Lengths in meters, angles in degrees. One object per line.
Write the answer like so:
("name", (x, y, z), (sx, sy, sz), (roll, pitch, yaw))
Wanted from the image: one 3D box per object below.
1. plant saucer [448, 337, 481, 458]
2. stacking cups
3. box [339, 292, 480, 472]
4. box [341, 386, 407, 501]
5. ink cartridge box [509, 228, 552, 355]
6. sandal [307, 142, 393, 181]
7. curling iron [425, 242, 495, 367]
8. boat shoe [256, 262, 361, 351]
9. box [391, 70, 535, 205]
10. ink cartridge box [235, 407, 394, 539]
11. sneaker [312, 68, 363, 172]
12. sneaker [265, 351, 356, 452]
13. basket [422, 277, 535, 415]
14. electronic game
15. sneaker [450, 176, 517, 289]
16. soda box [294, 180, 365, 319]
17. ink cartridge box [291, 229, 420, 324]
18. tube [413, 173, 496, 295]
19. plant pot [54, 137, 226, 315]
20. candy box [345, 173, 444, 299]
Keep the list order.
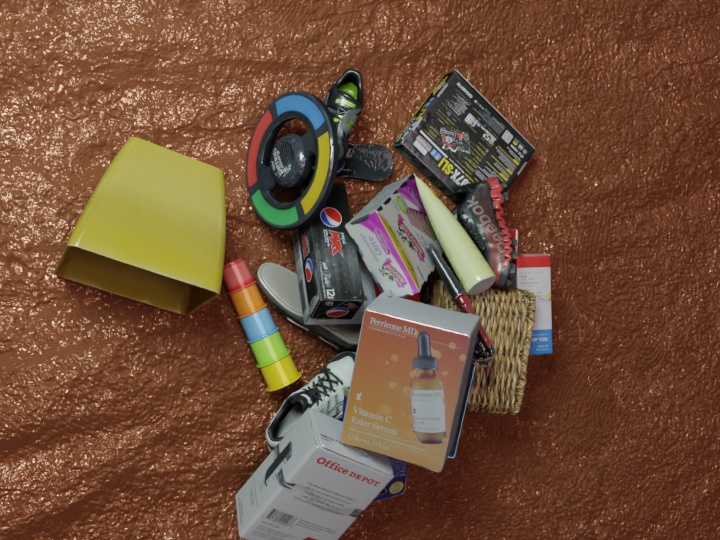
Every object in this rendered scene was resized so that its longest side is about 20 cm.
("plant saucer", (0.128, 0.174, 1.307), (0.069, 0.019, 0.202), (13, 92, -8))
("stacking cups", (-0.153, 0.080, 1.317), (0.060, 0.060, 0.202), (-25, 99, -19))
("box", (0.070, 0.152, 1.226), (0.151, 0.106, 0.202), (13, 104, 13))
("box", (0.024, 0.268, 1.370), (0.120, 0.032, 0.202), (-6, 111, -31))
("ink cartridge box", (0.258, 0.034, 1.446), (0.067, 0.116, 0.202), (-1, 91, -20))
("sandal", (-0.038, -0.175, 1.369), (0.198, 0.048, 0.076), (-4, 91, -21))
("curling iron", (0.142, 0.049, 1.290), (0.049, 0.026, 0.202), (-16, 75, -20))
("boat shoe", (-0.084, 0.064, 1.348), (0.199, 0.057, 0.067), (34, 49, -13))
("box", (0.173, -0.203, 1.452), (0.200, 0.049, 0.160), (40, 79, -17))
("ink cartridge box", (-0.068, 0.314, 1.278), (0.144, 0.084, 0.200), (28, 113, -28))
("sneaker", (-0.039, -0.226, 1.319), (0.070, 0.083, 0.201), (18, 56, -1))
("sneaker", (-0.065, 0.200, 1.326), (0.075, 0.088, 0.200), (33, 73, 21))
("basket", (0.176, 0.119, 1.398), (0.147, 0.143, 0.202), (6, 91, -16))
("electronic game", (-0.102, -0.159, 1.271), (0.041, 0.199, 0.202), (4, 88, -44))
("sneaker", (0.188, -0.058, 1.370), (0.097, 0.071, 0.202), (-1, 58, -7))
("soda box", (-0.047, -0.031, 1.284), (0.070, 0.063, 0.202), (2, 62, -21))
("ink cartridge box", (0.000, 0.000, 1.350), (0.198, 0.057, 0.164), (-1, 62, -17))
("tube", (0.137, -0.058, 1.333), (0.052, 0.058, 0.201), (-13, 61, -31))
("plant pot", (-0.287, -0.064, 1.205), (0.198, 0.200, 0.178), (19, 72, -20))
("candy box", (0.063, -0.052, 1.338), (0.137, 0.061, 0.200), (61, 28, -11))
